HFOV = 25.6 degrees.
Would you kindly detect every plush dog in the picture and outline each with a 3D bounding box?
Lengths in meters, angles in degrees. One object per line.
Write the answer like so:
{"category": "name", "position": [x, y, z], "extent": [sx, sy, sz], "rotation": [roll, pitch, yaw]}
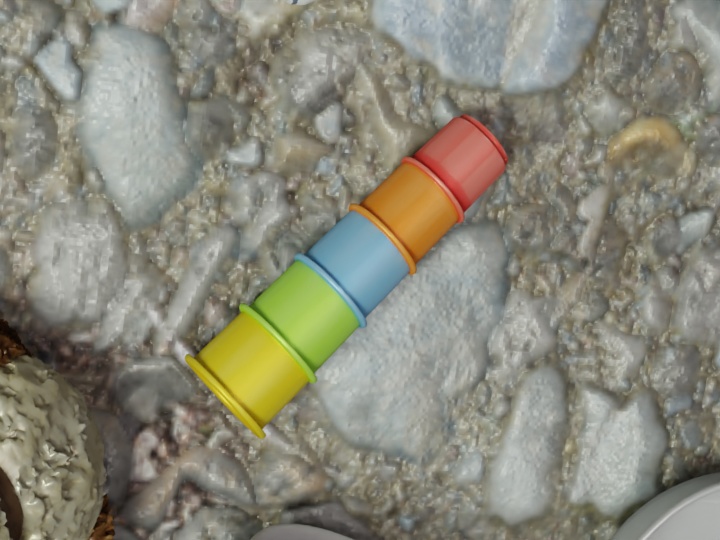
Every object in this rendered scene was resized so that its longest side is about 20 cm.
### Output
{"category": "plush dog", "position": [-0.196, 0.107, 0.749], "extent": [0.172, 0.160, 0.201], "rotation": [-36, 117, -39]}

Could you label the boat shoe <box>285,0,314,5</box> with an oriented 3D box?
{"category": "boat shoe", "position": [-0.082, -0.212, 0.757], "extent": [0.065, 0.074, 0.201], "rotation": [-29, 101, -8]}

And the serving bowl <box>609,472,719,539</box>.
{"category": "serving bowl", "position": [0.210, 0.212, 0.963], "extent": [0.198, 0.066, 0.202], "rotation": [-5, 104, -21]}

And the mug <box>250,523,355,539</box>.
{"category": "mug", "position": [-0.008, 0.260, 0.826], "extent": [0.199, 0.148, 0.176], "rotation": [29, 101, 10]}

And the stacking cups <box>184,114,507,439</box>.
{"category": "stacking cups", "position": [0.000, 0.000, 0.835], "extent": [0.200, 0.060, 0.061], "rotation": [-43, 113, -8]}
